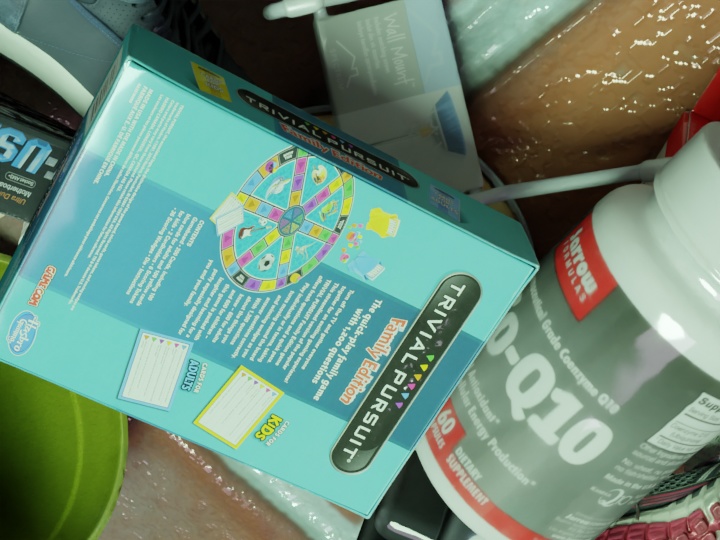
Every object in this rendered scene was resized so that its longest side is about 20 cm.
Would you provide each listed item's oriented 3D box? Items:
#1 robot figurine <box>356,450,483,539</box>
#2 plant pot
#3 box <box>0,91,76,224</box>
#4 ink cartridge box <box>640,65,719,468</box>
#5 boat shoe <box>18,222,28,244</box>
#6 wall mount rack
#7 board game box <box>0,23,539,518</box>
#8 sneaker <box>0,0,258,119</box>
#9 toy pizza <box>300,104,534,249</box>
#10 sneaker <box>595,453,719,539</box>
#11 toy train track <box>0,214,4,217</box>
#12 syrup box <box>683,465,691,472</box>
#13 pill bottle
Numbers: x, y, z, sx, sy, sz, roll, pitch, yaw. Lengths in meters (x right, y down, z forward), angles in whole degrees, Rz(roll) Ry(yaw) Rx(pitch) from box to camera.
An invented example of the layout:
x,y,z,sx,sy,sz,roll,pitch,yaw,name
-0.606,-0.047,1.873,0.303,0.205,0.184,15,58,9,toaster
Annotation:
x,y,z,sx,sy,sz,roll,pitch,yaw,name
0.099,0.174,0.875,0.199,0.150,0.126,25,84,-1,robot figurine
-0.281,0.109,0.912,0.192,0.201,0.201,-20,118,40,plant pot
-0.215,-0.075,0.710,0.198,0.199,0.050,28,96,43,box
0.188,0.002,0.758,0.115,0.067,0.201,24,127,-2,ink cartridge box
-0.124,0.035,0.860,0.199,0.069,0.071,34,144,3,boat shoe
0.051,-0.086,0.707,0.172,0.075,0.202,-15,99,-8,wall mount rack
-0.046,0.006,0.657,0.199,0.047,0.152,26,112,-18,board game box
-0.082,-0.125,0.671,0.202,0.077,0.146,32,135,-33,sneaker
0.000,0.000,0.836,0.198,0.032,0.201,8,126,11,toy pizza
0.174,0.125,0.762,0.198,0.075,0.081,-17,115,3,sneaker
-0.298,-0.014,0.915,0.199,0.033,0.115,-18,118,28,toy train track
0.258,0.192,0.863,0.078,0.082,0.201,-17,119,25,syrup box
0.123,0.034,0.681,0.114,0.114,0.200,36,119,-10,pill bottle
